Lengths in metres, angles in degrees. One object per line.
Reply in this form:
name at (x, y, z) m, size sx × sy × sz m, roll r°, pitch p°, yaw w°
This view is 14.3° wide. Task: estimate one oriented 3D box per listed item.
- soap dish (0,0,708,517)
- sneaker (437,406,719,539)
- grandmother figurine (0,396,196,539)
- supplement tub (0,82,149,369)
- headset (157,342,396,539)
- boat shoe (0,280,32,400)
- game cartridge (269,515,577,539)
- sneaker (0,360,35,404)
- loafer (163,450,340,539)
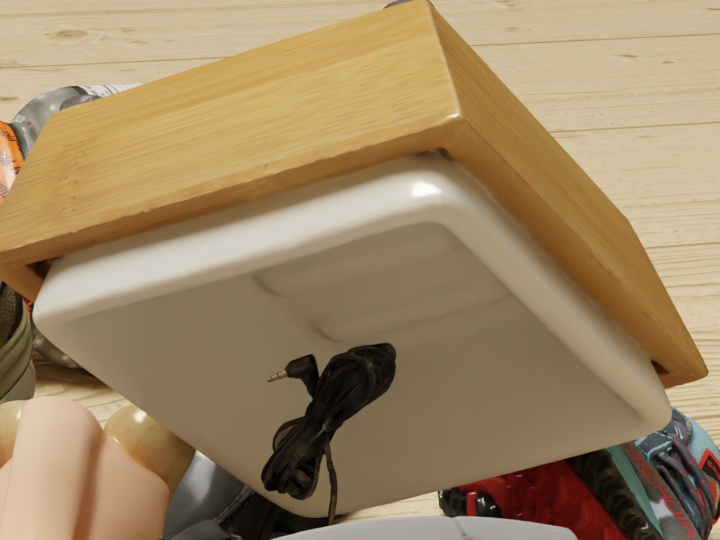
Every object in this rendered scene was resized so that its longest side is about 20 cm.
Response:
soap dish at (0.000, 0.000, 0.893) m, size 0.157 × 0.082 × 0.200 m, roll -16°, pitch -29°, yaw 22°
sneaker at (0.094, 0.072, 1.021) m, size 0.095 × 0.080 × 0.200 m, roll -1°, pitch 16°, yaw -15°
grandmother figurine at (-0.098, 0.107, 0.854) m, size 0.121 × 0.061 × 0.200 m, roll -7°, pitch 28°, yaw 4°
supplement tub at (-0.075, -0.021, 1.250) m, size 0.199 × 0.123 × 0.123 m, roll -5°, pitch 17°, yaw -19°
headset at (-0.020, 0.104, 0.784) m, size 0.123 × 0.094 × 0.200 m, roll 29°, pitch 31°, yaw -16°
boat shoe at (-0.169, 0.039, 0.907) m, size 0.073 × 0.065 × 0.200 m, roll 9°, pitch 31°, yaw 17°
game cartridge at (-0.001, 0.132, 0.721) m, size 0.199 × 0.134 × 0.040 m, roll -10°, pitch -18°, yaw -43°
sneaker at (-0.151, 0.080, 0.994) m, size 0.080 × 0.077 × 0.200 m, roll 12°, pitch 25°, yaw 13°
loafer at (-0.059, 0.070, 1.022) m, size 0.072 × 0.073 × 0.200 m, roll 9°, pitch 18°, yaw 19°
